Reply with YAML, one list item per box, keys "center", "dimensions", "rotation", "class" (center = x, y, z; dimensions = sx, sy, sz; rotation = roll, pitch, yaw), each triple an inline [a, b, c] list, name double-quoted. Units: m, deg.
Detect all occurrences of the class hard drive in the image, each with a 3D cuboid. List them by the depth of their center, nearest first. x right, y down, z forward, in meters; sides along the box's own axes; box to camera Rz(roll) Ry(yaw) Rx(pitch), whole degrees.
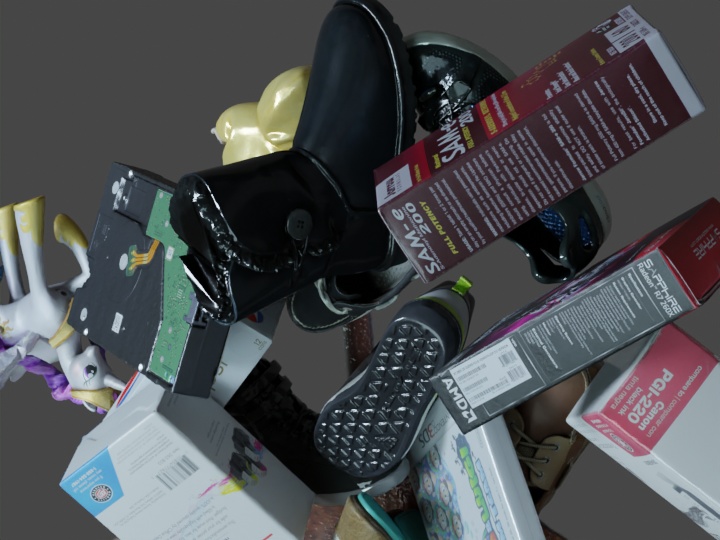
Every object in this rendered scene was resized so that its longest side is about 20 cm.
- center: [-0.153, 0.003, 1.318]
  dimensions: [0.200, 0.038, 0.140]
  rotation: [22, 98, 56]
  class: "hard drive"

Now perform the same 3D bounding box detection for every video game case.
- center: [0.089, 0.194, 1.311]
  dimensions: [0.182, 0.024, 0.200]
  rotation: [123, 132, -63]
  class: "video game case"

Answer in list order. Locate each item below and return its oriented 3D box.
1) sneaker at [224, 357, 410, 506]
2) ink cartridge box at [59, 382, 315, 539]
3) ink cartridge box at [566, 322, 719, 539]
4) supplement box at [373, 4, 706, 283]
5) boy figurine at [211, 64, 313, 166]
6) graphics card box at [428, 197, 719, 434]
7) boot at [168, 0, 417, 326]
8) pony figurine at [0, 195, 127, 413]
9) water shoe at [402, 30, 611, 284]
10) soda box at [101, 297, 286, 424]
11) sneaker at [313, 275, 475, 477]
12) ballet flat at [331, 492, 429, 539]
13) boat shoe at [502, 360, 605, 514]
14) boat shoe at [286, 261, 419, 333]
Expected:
- center: [-0.053, 0.128, 1.421]
  dimensions: [0.200, 0.071, 0.099]
  rotation: [8, 131, 39]
  class: "sneaker"
- center: [-0.119, 0.185, 1.358]
  dimensions: [0.115, 0.068, 0.200]
  rotation: [-37, 108, 27]
  class: "ink cartridge box"
- center: [0.251, 0.130, 1.186]
  dimensions: [0.200, 0.085, 0.146]
  rotation: [36, 174, 2]
  class: "ink cartridge box"
- center: [0.106, -0.081, 1.084]
  dimensions: [0.200, 0.109, 0.061]
  rotation: [-33, 105, 8]
  class: "supplement box"
- center: [-0.067, -0.079, 1.288]
  dimensions: [0.124, 0.064, 0.200]
  rotation: [46, 136, 26]
  class: "boy figurine"
- center: [0.153, 0.030, 1.163]
  dimensions: [0.200, 0.125, 0.051]
  rotation: [-34, 90, 33]
  class: "graphics card box"
- center: [-0.046, -0.074, 1.161]
  dimensions: [0.076, 0.168, 0.201]
  rotation: [17, 116, 48]
  class: "boot"
- center: [-0.291, 0.047, 1.485]
  dimensions: [0.193, 0.166, 0.200]
  rotation: [-14, 99, 30]
  class: "pony figurine"
- center: [0.090, -0.079, 1.178]
  dimensions: [0.200, 0.079, 0.071]
  rotation: [44, 134, -4]
  class: "water shoe"
- center: [-0.140, 0.088, 1.382]
  dimensions: [0.068, 0.064, 0.200]
  rotation: [32, 120, -10]
  class: "soda box"
- center: [0.036, 0.082, 1.329]
  dimensions: [0.072, 0.083, 0.200]
  rotation: [39, 130, 3]
  class: "sneaker"
- center: [0.010, 0.222, 1.387]
  dimensions: [0.072, 0.200, 0.068]
  rotation: [-40, 75, 5]
  class: "ballet flat"
- center: [0.133, 0.133, 1.315]
  dimensions: [0.076, 0.072, 0.200]
  rotation: [26, 133, 13]
  class: "boat shoe"
- center: [0.000, 0.000, 1.308]
  dimensions: [0.074, 0.060, 0.200]
  rotation: [50, 134, -9]
  class: "boat shoe"
